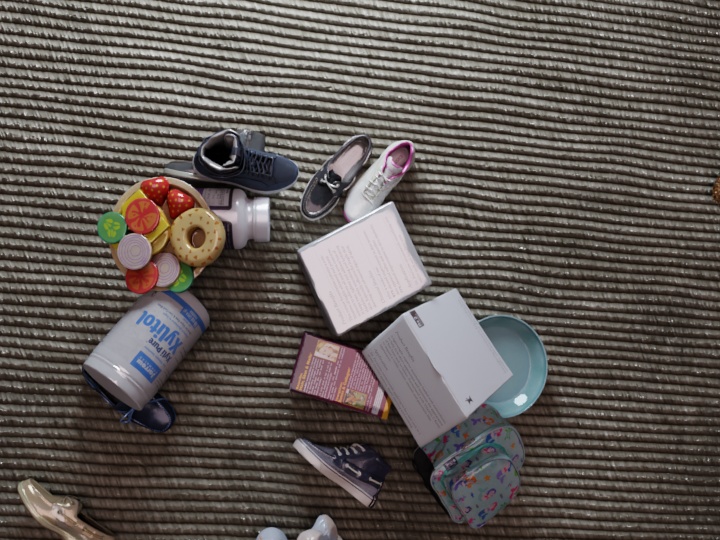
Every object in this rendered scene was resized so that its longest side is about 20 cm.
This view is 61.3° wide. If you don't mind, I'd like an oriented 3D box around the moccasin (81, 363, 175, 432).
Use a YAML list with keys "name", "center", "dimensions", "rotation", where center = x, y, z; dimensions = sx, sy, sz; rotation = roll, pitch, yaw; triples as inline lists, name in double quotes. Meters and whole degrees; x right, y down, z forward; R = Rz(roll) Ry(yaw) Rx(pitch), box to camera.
- name: "moccasin"
  center: [-0.439, 0.241, 1.130]
  dimensions: [0.197, 0.068, 0.082]
  rotation: [32, 85, -4]

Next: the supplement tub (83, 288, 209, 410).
- name: "supplement tub"
  center: [-0.375, 0.127, 1.081]
  dimensions: [0.131, 0.132, 0.202]
  rotation: [35, 61, -4]

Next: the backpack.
- name: "backpack"
  center: [0.219, 0.365, 1.153]
  dimensions: [0.198, 0.150, 0.180]
  rotation: [-37, 123, -12]

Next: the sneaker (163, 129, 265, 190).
- name: "sneaker"
  center: [-0.277, -0.216, 1.171]
  dimensions: [0.194, 0.075, 0.110]
  rotation: [2, 83, -16]

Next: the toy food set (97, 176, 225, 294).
- name: "toy food set"
  center: [-0.346, -0.060, 1.052]
  dimensions: [0.197, 0.049, 0.201]
  rotation: [-42, 89, -1]

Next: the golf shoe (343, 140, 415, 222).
- name: "golf shoe"
  center: [0.037, -0.180, 1.190]
  dimensions: [0.075, 0.091, 0.202]
  rotation: [38, 86, -5]

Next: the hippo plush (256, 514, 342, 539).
- name: "hippo plush"
  center: [-0.124, 0.564, 1.136]
  dimensions: [0.157, 0.159, 0.206]
  rotation: [-5, 71, 24]

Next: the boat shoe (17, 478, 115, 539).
- name: "boat shoe"
  center: [-0.538, 0.445, 1.113]
  dimensions: [0.200, 0.072, 0.065]
  rotation: [46, 75, -5]

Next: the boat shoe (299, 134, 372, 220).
- name: "boat shoe"
  center: [-0.046, -0.185, 1.195]
  dimensions: [0.074, 0.060, 0.200]
  rotation: [43, 84, -4]

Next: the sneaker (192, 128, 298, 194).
- name: "sneaker"
  center: [-0.195, -0.191, 1.080]
  dimensions: [0.197, 0.146, 0.079]
  rotation: [3, 85, -18]

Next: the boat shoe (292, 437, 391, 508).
- name: "boat shoe"
  center: [-0.031, 0.361, 1.175]
  dimensions: [0.199, 0.074, 0.094]
  rotation: [40, 77, -11]

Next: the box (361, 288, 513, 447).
- name: "box"
  center: [0.142, 0.169, 1.101]
  dimensions: [0.130, 0.198, 0.202]
  rotation: [-42, 75, 37]

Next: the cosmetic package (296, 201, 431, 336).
- name: "cosmetic package"
  center: [0.000, 0.000, 1.140]
  dimensions: [0.196, 0.166, 0.171]
  rotation: [-26, 90, -7]

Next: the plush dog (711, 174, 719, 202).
- name: "plush dog"
  center: [0.838, -0.164, 1.255]
  dimensions: [0.172, 0.199, 0.161]
  rotation: [47, 50, -12]

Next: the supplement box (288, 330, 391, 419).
- name: "supplement box"
  center: [-0.031, 0.199, 1.168]
  dimensions: [0.195, 0.086, 0.113]
  rotation: [18, 86, -6]

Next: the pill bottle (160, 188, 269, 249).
- name: "pill bottle"
  center: [-0.269, -0.097, 1.141]
  dimensions: [0.194, 0.111, 0.115]
  rotation: [0, 87, -6]

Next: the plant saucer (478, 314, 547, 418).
- name: "plant saucer"
  center: [0.280, 0.193, 1.229]
  dimensions: [0.194, 0.036, 0.207]
  rotation: [0, 87, -6]
